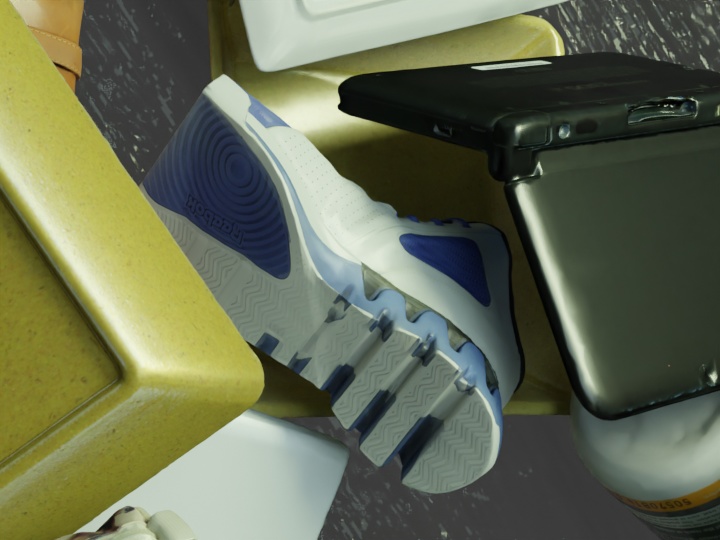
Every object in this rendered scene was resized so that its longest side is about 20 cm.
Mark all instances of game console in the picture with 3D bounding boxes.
[{"bbox_3d":[0.110,-0.026,0.870,0.199,0.175,0.117,-10,110,-42],"label":"game console"}]

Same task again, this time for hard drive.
[{"bbox_3d":[-0.116,0.106,0.819,0.199,0.026,0.133,21,94,-25],"label":"hard drive"}]

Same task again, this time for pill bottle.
[{"bbox_3d":[0.199,0.103,0.950,0.200,0.116,0.117,44,62,-37],"label":"pill bottle"}]

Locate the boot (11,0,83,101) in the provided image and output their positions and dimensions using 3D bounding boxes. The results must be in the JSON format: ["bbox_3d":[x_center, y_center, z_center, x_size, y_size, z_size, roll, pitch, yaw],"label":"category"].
[{"bbox_3d":[-0.138,-0.048,0.833,0.199,0.074,0.156,21,68,-27],"label":"boot"}]

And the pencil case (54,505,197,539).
[{"bbox_3d":[-0.153,0.144,0.685,0.198,0.090,0.078,-14,46,-17],"label":"pencil case"}]

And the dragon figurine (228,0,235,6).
[{"bbox_3d":[-0.120,-0.159,0.840,0.198,0.059,0.100,-10,106,-8],"label":"dragon figurine"}]

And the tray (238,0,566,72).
[{"bbox_3d":[0.025,-0.161,0.864,0.199,0.022,0.108,-18,95,-35],"label":"tray"}]

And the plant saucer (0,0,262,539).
[{"bbox_3d":[-0.172,0.022,0.730,0.199,0.048,0.201,-35,91,5],"label":"plant saucer"}]

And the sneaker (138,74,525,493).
[{"bbox_3d":[0.001,0.001,0.847,0.199,0.081,0.115,46,31,4],"label":"sneaker"}]

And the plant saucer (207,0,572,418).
[{"bbox_3d":[0.010,-0.028,0.926,0.199,0.048,0.202,2,80,-30],"label":"plant saucer"}]
